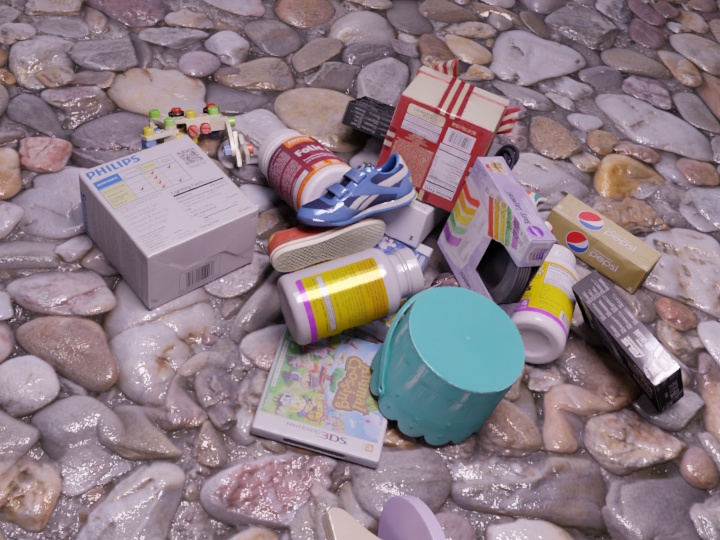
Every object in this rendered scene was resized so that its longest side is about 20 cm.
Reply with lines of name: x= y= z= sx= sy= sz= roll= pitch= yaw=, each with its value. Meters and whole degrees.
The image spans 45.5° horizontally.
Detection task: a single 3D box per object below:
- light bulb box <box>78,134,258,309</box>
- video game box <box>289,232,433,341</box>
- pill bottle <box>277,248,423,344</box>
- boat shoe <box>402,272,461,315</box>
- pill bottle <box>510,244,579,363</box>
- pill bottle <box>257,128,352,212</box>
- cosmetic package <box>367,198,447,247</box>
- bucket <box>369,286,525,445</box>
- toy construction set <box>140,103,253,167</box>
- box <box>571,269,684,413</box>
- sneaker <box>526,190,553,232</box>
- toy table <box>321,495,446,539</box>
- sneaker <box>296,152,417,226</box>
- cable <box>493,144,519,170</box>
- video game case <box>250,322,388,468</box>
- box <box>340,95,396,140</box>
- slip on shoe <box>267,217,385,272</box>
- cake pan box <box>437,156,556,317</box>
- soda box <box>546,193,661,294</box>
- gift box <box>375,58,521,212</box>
light bulb box: x=-0.296 y=-0.080 z=1.325 sx=0.198 sy=0.125 sz=0.200 roll=-27 pitch=59 yaw=-32
video game box: x=0.000 y=0.000 z=1.389 sx=0.182 sy=0.047 sz=0.200 roll=23 pitch=47 yaw=9
pill bottle: x=-0.013 y=0.030 z=1.252 sx=0.200 sy=0.104 sz=0.104 roll=-18 pitch=54 yaw=-13
boat shoe: x=0.142 y=0.037 z=1.380 sx=0.200 sy=0.072 sz=0.065 roll=-16 pitch=49 yaw=-32
pill bottle: x=0.295 y=0.047 z=1.385 sx=0.104 sy=0.104 sz=0.200 roll=23 pitch=46 yaw=6
pill bottle: x=-0.088 y=-0.158 z=1.433 sx=0.114 sy=0.114 sz=0.200 roll=-15 pitch=36 yaw=-26
cosmetic package: x=0.097 y=-0.125 z=1.479 sx=0.101 sy=0.071 sz=0.200 roll=27 pitch=34 yaw=12
bucket: x=0.125 y=0.130 z=1.226 sx=0.207 sy=0.135 sz=0.207 roll=13 pitch=48 yaw=-15
toy construction set: x=-0.286 y=-0.239 z=1.495 sx=0.200 sy=0.092 sz=0.131 roll=4 pitch=23 yaw=-22
box: x=0.414 y=0.111 z=1.326 sx=0.050 sy=0.158 sz=0.200 roll=-36 pitch=59 yaw=4
sneaker: x=0.266 y=-0.051 z=1.384 sx=0.093 sy=0.070 sz=0.200 roll=8 pitch=56 yaw=-1
toy table: x=0.028 y=0.361 z=0.995 sx=0.117 sy=0.184 sz=0.200 roll=7 pitch=36 yaw=-32
sneaker: x=-0.010 y=-0.123 z=1.326 sx=0.200 sy=0.082 sz=0.074 roll=-21 pitch=26 yaw=-19
cable: x=0.219 y=-0.131 z=1.473 sx=0.051 sy=0.163 sz=0.200 roll=33 pitch=33 yaw=1
video game case: x=-0.044 y=0.172 z=1.236 sx=0.182 sy=0.022 sz=0.200 roll=16 pitch=46 yaw=-1
box: x=0.077 y=-0.268 z=1.605 sx=0.200 sy=0.044 sz=0.160 roll=22 pitch=18 yaw=5
slip on shoe: x=-0.053 y=-0.052 z=1.347 sx=0.200 sy=0.074 sz=0.061 roll=-15 pitch=50 yaw=-20
cake pan box: x=0.201 y=-0.041 z=1.299 sx=0.052 sy=0.184 sz=0.200 roll=-3 pitch=47 yaw=-24
soda box: x=0.430 y=-0.049 z=1.537 sx=0.200 sy=0.064 sz=0.068 roll=37 pitch=50 yaw=19
gift box: x=0.147 y=-0.229 z=1.417 sx=0.184 sy=0.200 sz=0.187 roll=27 pitch=32 yaw=2
